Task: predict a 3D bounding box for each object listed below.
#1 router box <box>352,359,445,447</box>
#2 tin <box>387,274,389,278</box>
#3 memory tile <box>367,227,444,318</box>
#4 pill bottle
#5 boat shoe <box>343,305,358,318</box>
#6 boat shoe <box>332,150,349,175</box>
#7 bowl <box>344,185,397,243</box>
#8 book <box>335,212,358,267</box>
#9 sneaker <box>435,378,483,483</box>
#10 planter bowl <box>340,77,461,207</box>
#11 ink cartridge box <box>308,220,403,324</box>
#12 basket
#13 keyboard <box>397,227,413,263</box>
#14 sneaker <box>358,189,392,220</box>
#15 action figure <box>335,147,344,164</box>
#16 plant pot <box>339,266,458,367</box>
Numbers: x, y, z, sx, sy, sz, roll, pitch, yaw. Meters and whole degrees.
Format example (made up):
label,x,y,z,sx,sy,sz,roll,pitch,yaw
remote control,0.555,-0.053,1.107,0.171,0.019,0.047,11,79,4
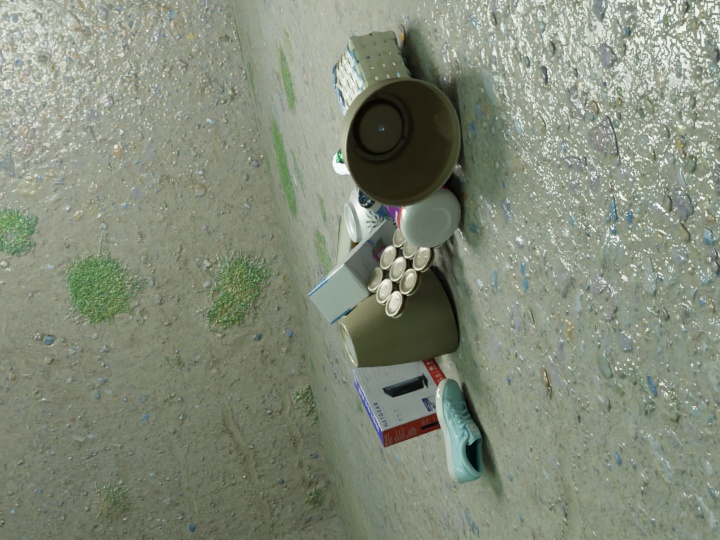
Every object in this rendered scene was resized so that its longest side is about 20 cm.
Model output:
label,x,y,z,sx,sy,sz,roll,pitch,yaw
router box,0.096,0.263,1.830,0.201,0.175,0.050,-122,20,-51
tin,0.080,0.033,1.972,0.200,0.041,0.114,-137,30,-68
memory tile,0.088,-0.022,1.626,0.202,0.017,0.154,-59,31,12
pill bottle,0.093,-0.138,1.531,0.201,0.110,0.114,-119,19,-48
boat shoe,0.021,0.074,1.902,0.200,0.066,0.075,-47,11,46
boat shoe,0.023,-0.223,1.850,0.197,0.067,0.076,8,103,51
bowl,0.019,-0.117,1.933,0.200,0.092,0.206,164,91,-77
book,-0.004,-0.027,2.012,0.134,0.047,0.203,53,-153,-34
sneaker,0.206,0.309,1.692,0.081,0.073,0.205,-20,78,48
planter bowl,0.050,-0.222,1.419,0.135,0.196,0.205,-131,28,-62
ink cartridge box,0.000,0.000,1.808,0.085,0.200,0.144,48,133,-3
basket,0.024,-0.316,1.568,0.201,0.136,0.180,121,134,-62
keyboard,0.099,-0.088,1.735,0.104,0.039,0.204,-126,26,-58
sneaker,0.044,-0.182,1.712,0.075,0.077,0.203,-27,39,39
action figure,-0.007,-0.246,1.704,0.055,0.118,0.201,45,-154,-8
plant pot,0.065,0.110,1.707,0.187,0.196,0.191,158,90,-77
